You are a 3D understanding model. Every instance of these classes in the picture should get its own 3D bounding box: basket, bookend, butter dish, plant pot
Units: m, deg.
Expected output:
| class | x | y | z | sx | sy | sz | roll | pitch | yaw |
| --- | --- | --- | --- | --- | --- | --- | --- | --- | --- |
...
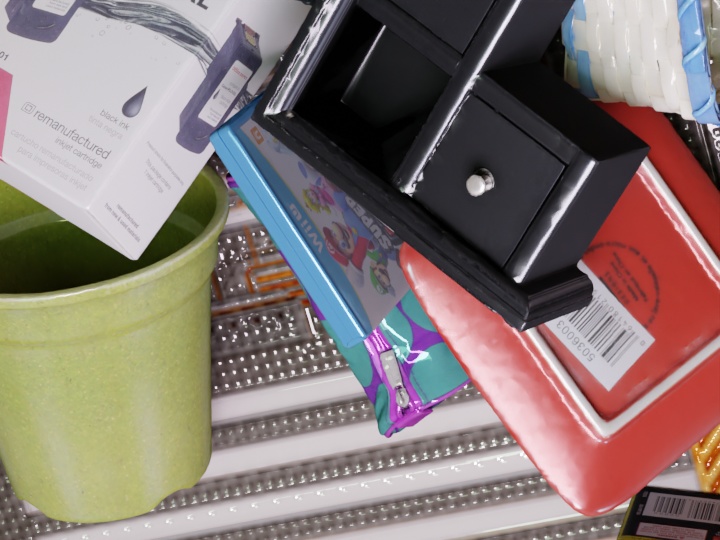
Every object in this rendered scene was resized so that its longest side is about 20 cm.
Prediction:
| class | x | y | z | sx | sy | sz | roll | pitch | yaw |
| --- | --- | --- | --- | --- | --- | --- | --- | --- | --- |
| basket | 0.212 | -0.168 | 1.460 | 0.200 | 0.139 | 0.177 | 6 | 112 | 31 |
| bookend | 0.078 | -0.108 | 1.406 | 0.200 | 0.092 | 0.199 | 40 | 115 | 18 |
| butter dish | 0.126 | 0.024 | 1.558 | 0.199 | 0.148 | 0.200 | -37 | 92 | -23 |
| plant pot | -0.169 | 0.048 | 1.625 | 0.200 | 0.200 | 0.184 | 1 | 119 | 15 |

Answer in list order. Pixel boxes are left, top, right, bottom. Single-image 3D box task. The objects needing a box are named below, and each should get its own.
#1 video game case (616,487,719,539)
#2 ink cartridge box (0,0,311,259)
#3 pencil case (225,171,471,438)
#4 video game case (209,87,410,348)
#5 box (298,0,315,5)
| class | x | y | z | sx | sy | sz | roll | pitch | yaw |
| --- | --- | --- | --- | --- | --- | --- | --- | --- | --- |
| video game case | 0.247 | 0.185 | 1.551 | 0.200 | 0.181 | 0.026 | 5 | 111 | 13 |
| ink cartridge box | -0.140 | -0.131 | 1.532 | 0.145 | 0.084 | 0.200 | 30 | 79 | 26 |
| pencil case | 0.000 | 0.000 | 1.604 | 0.085 | 0.092 | 0.200 | -29 | 98 | 22 |
| video game case | -0.008 | -0.053 | 1.529 | 0.018 | 0.200 | 0.143 | -29 | 99 | 28 |
| box | -0.092 | -0.268 | 1.430 | 0.182 | 0.104 | 0.200 | 9 | 79 | -4 |
